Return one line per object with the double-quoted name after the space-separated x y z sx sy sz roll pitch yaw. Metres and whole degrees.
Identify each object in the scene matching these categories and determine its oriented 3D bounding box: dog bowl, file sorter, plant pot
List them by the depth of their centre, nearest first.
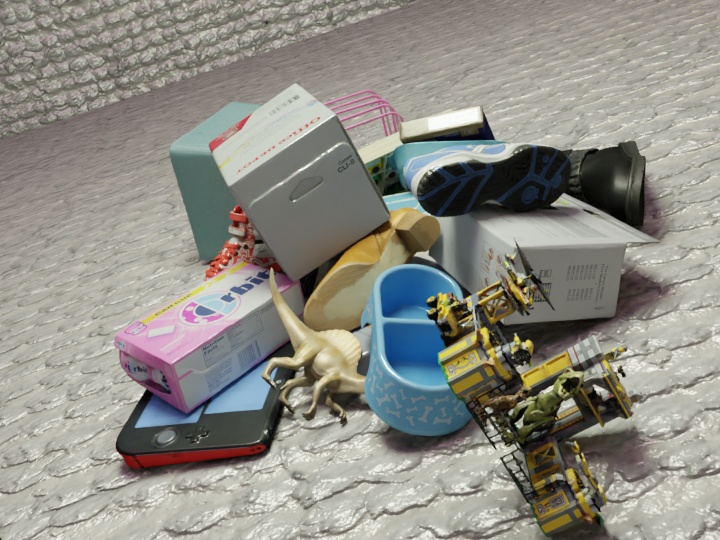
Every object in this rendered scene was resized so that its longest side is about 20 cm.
0.058 0.068 0.759 0.109 0.050 0.202 3 39 -5 "dog bowl"
-0.144 -0.139 1.213 0.197 0.199 0.197 5 33 25 "plant pot"
0.002 -0.222 1.336 0.137 0.127 0.200 -20 26 -4 "file sorter"

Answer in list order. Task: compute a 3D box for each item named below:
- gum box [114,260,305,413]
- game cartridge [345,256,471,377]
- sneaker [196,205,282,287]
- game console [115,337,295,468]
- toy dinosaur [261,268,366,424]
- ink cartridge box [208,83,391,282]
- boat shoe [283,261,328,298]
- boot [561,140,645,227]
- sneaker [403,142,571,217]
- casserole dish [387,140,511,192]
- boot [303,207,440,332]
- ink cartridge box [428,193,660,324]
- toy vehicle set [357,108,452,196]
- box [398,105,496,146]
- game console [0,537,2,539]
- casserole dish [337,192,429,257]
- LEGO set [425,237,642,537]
-0.169 0.071 0.885 0.112 0.067 0.199 16 37 40 "gum box"
0.040 0.050 0.888 0.199 0.042 0.132 -33 25 -27 "game cartridge"
-0.179 -0.026 1.093 0.200 0.109 0.067 -32 29 -25 "sneaker"
-0.162 0.136 0.857 0.174 0.031 0.201 -11 27 15 "game console"
-0.050 0.094 0.803 0.199 0.059 0.101 38 70 26 "toy dinosaur"
-0.078 -0.112 0.936 0.144 0.146 0.200 -33 28 -2 "ink cartridge box"
-0.075 -0.038 1.058 0.061 0.075 0.202 16 43 -11 "boat shoe"
0.276 -0.106 0.981 0.155 0.081 0.211 -3 18 15 "boot"
0.137 -0.107 0.825 0.197 0.077 0.077 -4 27 -24 "sneaker"
0.136 -0.144 1.116 0.196 0.121 0.040 1 73 9 "casserole dish"
0.000 -0.001 0.918 0.201 0.071 0.144 -41 14 -13 "boot"
0.193 -0.023 0.848 0.172 0.085 0.200 -2 22 -17 "ink cartridge box"
0.057 -0.163 1.197 0.198 0.125 0.027 -27 64 -16 "toy vehicle set"
0.143 -0.175 1.150 0.119 0.200 0.033 -9 72 19 "box"
-0.350 0.226 0.608 0.173 0.203 0.117 -21 25 -7 "game console"
0.044 -0.072 1.102 0.197 0.039 0.122 -10 27 19 "casserole dish"
0.147 0.082 0.582 0.115 0.202 0.154 -30 9 14 "LEGO set"
